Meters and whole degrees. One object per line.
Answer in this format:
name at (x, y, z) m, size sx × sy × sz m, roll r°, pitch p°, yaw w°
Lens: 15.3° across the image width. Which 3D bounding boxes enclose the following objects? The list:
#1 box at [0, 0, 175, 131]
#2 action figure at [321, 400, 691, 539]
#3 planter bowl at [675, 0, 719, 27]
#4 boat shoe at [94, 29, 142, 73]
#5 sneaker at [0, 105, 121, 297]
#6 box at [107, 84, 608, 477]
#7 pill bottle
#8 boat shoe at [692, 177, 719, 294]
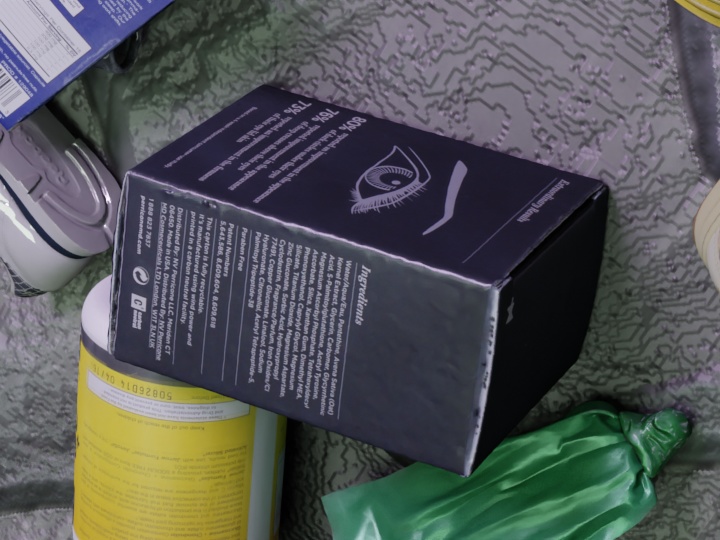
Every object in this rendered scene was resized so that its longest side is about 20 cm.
box at (-0.153, -0.159, 1.307) m, size 0.121 × 0.032 × 0.200 m, roll 50°, pitch 137°, yaw -9°
action figure at (0.083, 0.124, 1.360) m, size 0.200 × 0.055 × 0.118 m, roll -32°, pitch 70°, yaw 23°
planter bowl at (0.178, -0.184, 1.173) m, size 0.200 × 0.083 × 0.201 m, roll 11°, pitch 115°, yaw 23°
boat shoe at (-0.124, -0.190, 1.337) m, size 0.068 × 0.072 × 0.201 m, roll 25°, pitch 122°, yaw 19°
sneaker at (-0.214, -0.075, 1.436) m, size 0.080 × 0.076 × 0.200 m, roll -34°, pitch 91°, yaw 43°
box at (0.000, 0.000, 1.305) m, size 0.199 × 0.148 × 0.105 m, roll 18°, pitch 118°, yaw 21°
pill bottle at (-0.096, 0.105, 1.420) m, size 0.112 × 0.112 × 0.201 m, roll 16°, pitch 116°, yaw 21°
boat shoe at (0.220, -0.054, 1.202) m, size 0.073 × 0.063 × 0.200 m, roll 10°, pitch 133°, yaw -22°
